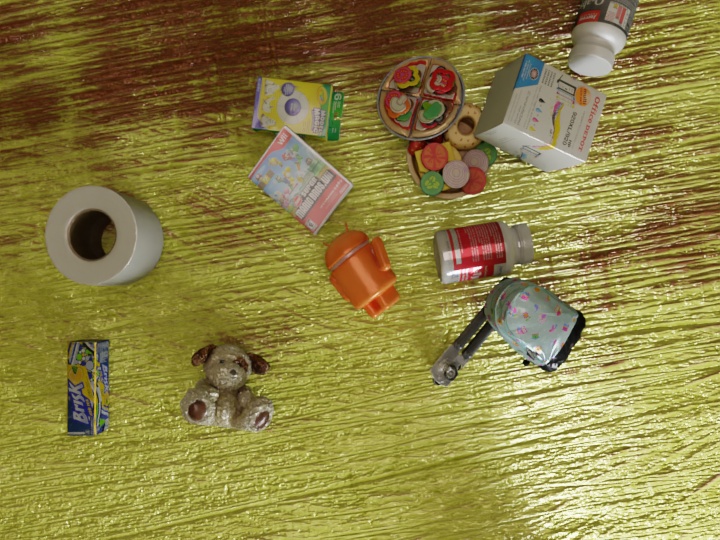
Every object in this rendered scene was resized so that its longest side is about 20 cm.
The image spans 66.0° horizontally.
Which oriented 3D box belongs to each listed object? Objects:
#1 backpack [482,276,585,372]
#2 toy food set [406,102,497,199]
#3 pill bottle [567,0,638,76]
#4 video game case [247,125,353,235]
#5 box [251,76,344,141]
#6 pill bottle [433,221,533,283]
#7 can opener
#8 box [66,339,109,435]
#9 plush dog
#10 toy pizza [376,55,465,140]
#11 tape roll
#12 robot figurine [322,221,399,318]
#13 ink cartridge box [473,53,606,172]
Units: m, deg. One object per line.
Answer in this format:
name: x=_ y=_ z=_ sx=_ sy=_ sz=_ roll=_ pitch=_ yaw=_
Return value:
backpack: x=0.359 y=0.098 z=1.152 sx=0.198 sy=0.126 sz=0.169 roll=34 pitch=84 yaw=-12
toy food set: x=0.200 y=-0.255 z=1.220 sx=0.196 sy=0.049 sz=0.203 roll=-17 pitch=88 yaw=1
pill bottle: x=0.519 y=-0.532 z=1.182 sx=0.113 sy=0.116 sz=0.204 roll=18 pitch=89 yaw=3
video game case: x=-0.133 y=-0.198 z=1.226 sx=0.199 sy=0.017 sz=0.144 roll=40 pitch=101 yaw=-2
box: x=-0.138 y=-0.358 z=1.240 sx=0.195 sy=0.048 sz=0.120 roll=7 pitch=89 yaw=1
pill bottle: x=0.259 y=-0.042 z=1.179 sx=0.195 sy=0.112 sz=0.115 roll=-9 pitch=88 yaw=2
can opener: x=0.223 y=0.167 z=1.210 sx=0.053 sy=0.067 sz=0.200 roll=42 pitch=77 yaw=3
box: x=-0.604 y=0.258 z=1.231 sx=0.068 sy=0.064 sz=0.206 roll=-1 pitch=88 yaw=2
plush dog: x=-0.290 y=0.247 z=1.199 sx=0.196 sy=0.160 sz=0.176 roll=15 pitch=73 yaw=-25
toy pizza: x=0.130 y=-0.382 z=1.211 sx=0.195 sy=0.032 sz=0.205 roll=-3 pitch=76 yaw=12
tape roll: x=-0.549 y=-0.071 z=1.201 sx=0.197 sy=0.139 sz=0.208 roll=0 pitch=89 yaw=2
robot figurine: x=0.001 y=-0.001 z=1.187 sx=0.116 sy=0.144 sz=0.202 roll=-35 pitch=87 yaw=-16
ink cartridge box: x=0.368 y=-0.318 z=1.145 sx=0.196 sy=0.144 sz=0.150 roll=20 pitch=89 yaw=-13
